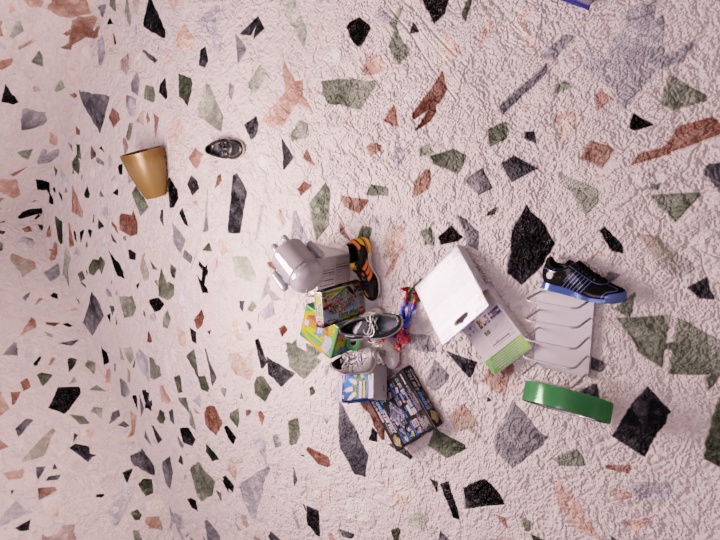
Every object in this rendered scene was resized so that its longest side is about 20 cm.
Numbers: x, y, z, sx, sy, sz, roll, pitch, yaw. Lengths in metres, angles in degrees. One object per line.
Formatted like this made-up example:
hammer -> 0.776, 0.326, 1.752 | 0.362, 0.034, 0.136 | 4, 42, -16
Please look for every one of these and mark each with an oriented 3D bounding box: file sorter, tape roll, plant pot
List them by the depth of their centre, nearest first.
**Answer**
tape roll -> 0.479, 0.306, 1.268 | 0.198, 0.199, 0.049 | 7, 76, 40
file sorter -> 0.466, 0.159, 1.299 | 0.137, 0.123, 0.204 | 9, 104, 39
plant pot -> -0.919, -0.419, 2.368 | 0.184, 0.185, 0.204 | 5, 115, 40

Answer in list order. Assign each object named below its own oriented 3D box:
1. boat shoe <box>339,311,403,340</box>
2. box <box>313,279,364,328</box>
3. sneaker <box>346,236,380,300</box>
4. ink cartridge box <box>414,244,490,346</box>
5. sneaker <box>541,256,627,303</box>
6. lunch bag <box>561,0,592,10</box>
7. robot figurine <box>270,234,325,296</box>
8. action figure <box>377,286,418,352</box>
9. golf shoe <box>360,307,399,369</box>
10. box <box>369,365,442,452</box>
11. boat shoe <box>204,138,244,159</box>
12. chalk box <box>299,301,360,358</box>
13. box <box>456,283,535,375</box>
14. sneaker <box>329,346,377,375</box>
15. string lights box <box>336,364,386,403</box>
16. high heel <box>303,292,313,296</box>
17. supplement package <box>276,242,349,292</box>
boat shoe -> 0.029, 0.163, 1.612 | 0.197, 0.062, 0.076 | -10, 72, 28
box -> -0.062, 0.100, 1.697 | 0.034, 0.198, 0.113 | 4, 103, 39
sneaker -> 0.000, 0.000, 1.694 | 0.069, 0.089, 0.204 | -11, 91, 41
ink cartridge box -> 0.254, 0.070, 1.490 | 0.197, 0.043, 0.202 | -47, 53, 36
sneaker -> 0.516, 0.020, 1.264 | 0.197, 0.070, 0.080 | 14, 112, 39
lunch bag -> 0.438, -0.675, 1.161 | 0.198, 0.123, 0.172 | 32, 119, 16
robot figurine -> -0.187, -0.015, 1.633 | 0.169, 0.113, 0.201 | -41, 66, -1
action figure -> 0.115, 0.159, 1.627 | 0.065, 0.098, 0.204 | 23, 116, 36
golf shoe -> 0.055, 0.218, 1.692 | 0.075, 0.091, 0.203 | -31, 80, 38
box -> 0.132, 0.430, 1.693 | 0.199, 0.049, 0.202 | -47, 66, 39
boat shoe -> -0.521, -0.462, 2.070 | 0.197, 0.066, 0.076 | 16, 109, 38
chalk box -> -0.083, 0.196, 1.784 | 0.198, 0.123, 0.127 | 31, 118, 33
box -> 0.352, 0.157, 1.458 | 0.145, 0.036, 0.202 | -47, 67, 37
sneaker -> -0.021, 0.286, 1.686 | 0.199, 0.081, 0.076 | -34, 52, 45
string lights box -> 0.002, 0.366, 1.748 | 0.199, 0.058, 0.105 | -23, 60, 49
high heel -> -0.132, 0.059, 1.862 | 0.199, 0.094, 0.069 | 4, 89, 60
supplement package -> -0.156, -0.014, 1.784 | 0.198, 0.154, 0.113 | 14, 107, 38
